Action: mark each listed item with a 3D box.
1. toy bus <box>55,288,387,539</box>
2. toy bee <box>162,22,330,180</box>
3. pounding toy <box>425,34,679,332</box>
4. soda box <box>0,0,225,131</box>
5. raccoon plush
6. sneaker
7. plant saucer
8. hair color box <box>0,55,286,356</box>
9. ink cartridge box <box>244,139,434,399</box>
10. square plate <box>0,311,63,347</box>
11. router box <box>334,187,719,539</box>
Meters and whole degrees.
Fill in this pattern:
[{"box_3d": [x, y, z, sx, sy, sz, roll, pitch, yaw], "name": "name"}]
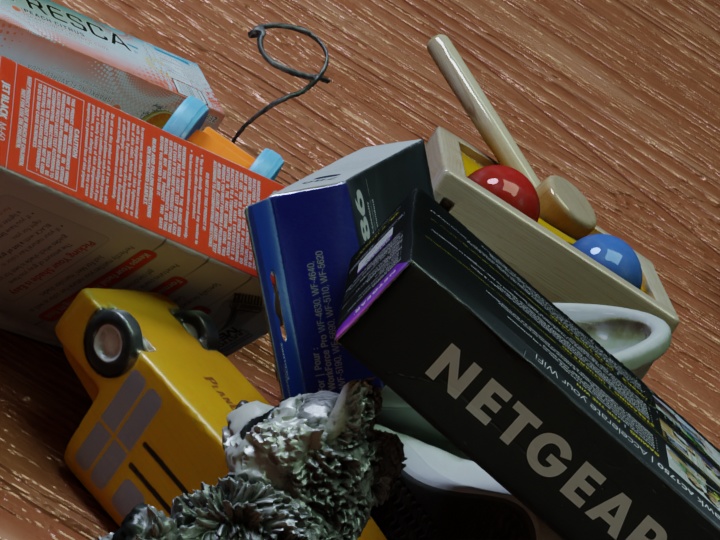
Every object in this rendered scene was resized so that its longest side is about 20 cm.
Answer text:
[{"box_3d": [-0.064, 0.095, 1.221, 0.200, 0.079, 0.065, 45, 23, 27], "name": "toy bus"}, {"box_3d": [-0.081, -0.036, 1.478, 0.131, 0.109, 0.199, 47, 42, 17], "name": "toy bee"}, {"box_3d": [0.084, -0.018, 1.594, 0.183, 0.143, 0.200, 32, 10, -6], "name": "pounding toy"}, {"box_3d": [-0.176, -0.108, 1.518, 0.199, 0.069, 0.064, 22, 21, -32], "name": "soda box"}, {"box_3d": [-0.013, 0.141, 1.101, 0.201, 0.133, 0.097, 60, -9, 13], "name": "raccoon plush"}, {"box_3d": [0.041, 0.121, 1.278, 0.084, 0.073, 0.199, 15, 3, -40], "name": "sneaker"}, {"box_3d": [0.058, 0.058, 1.378, 0.199, 0.051, 0.200, -6, 9, 1], "name": "plant saucer"}, {"box_3d": [-0.128, -0.022, 1.287, 0.199, 0.111, 0.064, 25, 53, -33], "name": "hair color box"}, {"box_3d": [0.000, 0.000, 1.297, 0.039, 0.100, 0.200, -8, 9, 17], "name": "ink cartridge box"}, {"box_3d": [-0.209, -0.041, 1.376, 0.197, 0.029, 0.200, 21, 24, -35], "name": "square plate"}, {"box_3d": [0.081, 0.059, 1.168, 0.200, 0.051, 0.149, 41, 11, -6], "name": "router box"}]
